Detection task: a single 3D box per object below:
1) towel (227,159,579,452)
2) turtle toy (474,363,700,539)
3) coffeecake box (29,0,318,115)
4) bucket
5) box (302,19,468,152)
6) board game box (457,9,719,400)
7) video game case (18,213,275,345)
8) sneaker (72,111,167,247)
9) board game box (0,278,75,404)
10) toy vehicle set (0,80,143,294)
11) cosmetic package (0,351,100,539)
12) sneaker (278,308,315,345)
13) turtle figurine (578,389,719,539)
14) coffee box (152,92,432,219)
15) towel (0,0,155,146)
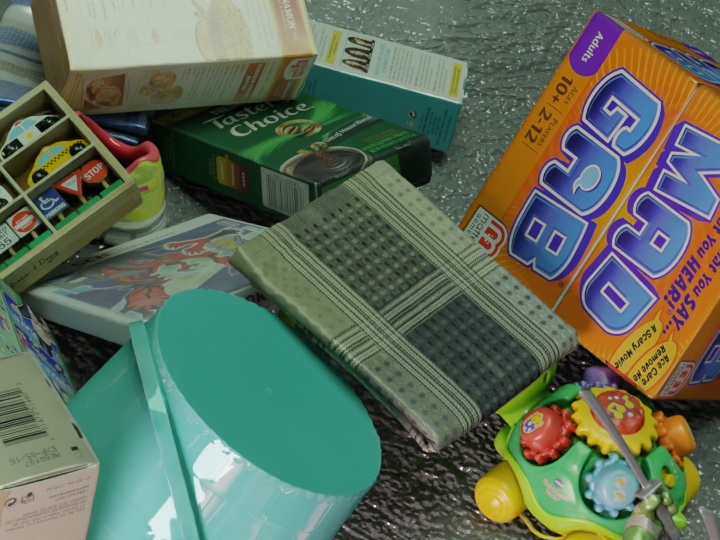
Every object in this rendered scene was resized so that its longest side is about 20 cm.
[{"bbox_3d":[0.029,0.023,1.658,0.200,0.035,0.192,43,40,12],"label":"towel"},{"bbox_3d":[0.151,0.118,1.719,0.199,0.102,0.145,36,44,22],"label":"turtle toy"},{"bbox_3d":[-0.149,-0.208,1.885,0.198,0.073,0.155,-6,65,-21],"label":"coffeecake box"},{"bbox_3d":[-0.095,0.120,1.556,0.206,0.135,0.208,32,26,-17],"label":"bucket"},{"bbox_3d":[-0.014,-0.160,2.014,0.198,0.049,0.082,15,30,-1],"label":"box"},{"bbox_3d":[0.231,-0.043,1.798,0.200,0.201,0.200,39,15,26],"label":"board game box"},{"bbox_3d":[-0.128,0.005,1.734,0.181,0.023,0.199,-21,20,-31],"label":"video game case"},{"bbox_3d":[-0.236,-0.089,1.838,0.198,0.091,0.078,14,41,0],"label":"sneaker"},{"bbox_3d":[-0.248,0.043,1.618,0.029,0.200,0.135,-31,50,7],"label":"board game box"},{"bbox_3d":[-0.269,-0.036,1.748,0.199,0.027,0.124,-37,58,-13],"label":"toy vehicle set"},{"bbox_3d":[-0.221,0.159,1.474,0.073,0.201,0.104,-13,46,-30],"label":"cosmetic package"},{"bbox_3d":[0.000,0.000,1.826,0.083,0.074,0.200,24,40,16],"label":"sneaker"},{"bbox_3d":[0.232,0.200,1.599,0.193,0.202,0.143,15,-4,-34],"label":"turtle figurine"},{"bbox_3d":[-0.056,-0.092,1.884,0.122,0.044,0.199,-24,31,-35],"label":"coffee box"},{"bbox_3d":[-0.227,-0.163,1.947,0.146,0.024,0.200,12,28,-3],"label":"towel"}]
